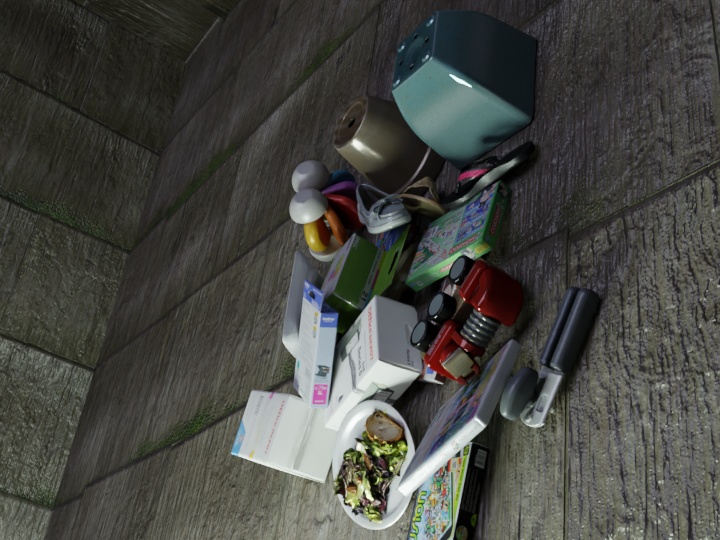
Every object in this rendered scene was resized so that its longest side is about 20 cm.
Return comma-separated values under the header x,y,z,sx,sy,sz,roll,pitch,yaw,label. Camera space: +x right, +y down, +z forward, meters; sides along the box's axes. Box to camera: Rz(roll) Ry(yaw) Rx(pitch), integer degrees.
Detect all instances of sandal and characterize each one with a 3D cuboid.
x,y,z,sx,sy,sz,roll,pitch,yaw,label
0.206,-0.169,1.512,0.199,0.045,0.075,-34,14,41,sandal
0.107,-0.141,1.665,0.070,0.077,0.211,-62,19,-11,sandal

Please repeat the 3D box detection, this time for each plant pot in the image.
x,y,z,sx,sy,sz,roll,pitch,yaw,label
0.049,-0.249,1.753,0.200,0.172,0.201,-41,36,39,plant pot
0.166,-0.336,1.580,0.195,0.199,0.198,-33,40,48,plant pot

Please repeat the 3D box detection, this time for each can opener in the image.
x,y,z,sx,sy,sz,roll,pitch,yaw,label
0.253,0.112,1.191,0.201,0.066,0.053,-63,25,-7,can opener

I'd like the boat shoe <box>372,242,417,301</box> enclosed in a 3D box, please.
x,y,z,sx,sy,sz,roll,pitch,yaw,label
0.056,0.046,1.627,0.202,0.063,0.073,-61,11,-8,boat shoe

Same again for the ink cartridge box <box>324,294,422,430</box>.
x,y,z,sx,sy,sz,roll,pitch,yaw,label
0.017,0.163,1.528,0.200,0.083,0.146,-54,26,38,ink cartridge box

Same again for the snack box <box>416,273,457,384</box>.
x,y,z,sx,sy,sz,roll,pitch,yaw,label
0.139,0.084,1.461,0.072,0.024,0.202,-8,61,63,snack box

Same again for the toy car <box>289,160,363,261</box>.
x,y,z,sx,sy,sz,roll,pitch,yaw,label
-0.056,-0.133,1.895,0.148,0.176,0.201,-12,47,15,toy car

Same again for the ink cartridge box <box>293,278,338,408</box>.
x,y,z,sx,sy,sz,roll,pitch,yaw,label
-0.077,0.125,1.565,0.119,0.042,0.202,-149,62,-69,ink cartridge box

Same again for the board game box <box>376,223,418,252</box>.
x,y,z,sx,sy,sz,roll,pitch,yaw,label
0.042,0.002,1.720,0.103,0.019,0.202,16,82,63,board game box

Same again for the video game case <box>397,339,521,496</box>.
x,y,z,sx,sy,sz,roll,pitch,yaw,label
0.139,0.201,1.247,0.182,0.024,0.200,-50,-1,34,video game case

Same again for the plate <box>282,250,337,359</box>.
x,y,z,sx,sy,sz,roll,pitch,yaw,label
-0.084,0.094,1.721,0.032,0.200,0.202,-6,55,20,plate

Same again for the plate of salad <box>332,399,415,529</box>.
x,y,z,sx,sy,sz,roll,pitch,yaw,label
0.012,0.307,1.430,0.199,0.048,0.202,-10,76,47,plate of salad

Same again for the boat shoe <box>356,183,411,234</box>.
x,y,z,sx,sy,sz,roll,pitch,yaw,label
0.035,-0.114,1.640,0.074,0.065,0.202,-22,17,-8,boat shoe

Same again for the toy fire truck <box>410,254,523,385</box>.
x,y,z,sx,sy,sz,roll,pitch,yaw,label
0.158,0.084,1.291,0.177,0.128,0.200,-59,22,10,toy fire truck

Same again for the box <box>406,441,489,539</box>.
x,y,z,sx,sy,sz,roll,pitch,yaw,label
0.117,0.344,1.268,0.110,0.035,0.202,-19,51,56,box

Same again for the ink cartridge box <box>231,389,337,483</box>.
x,y,z,sx,sy,sz,roll,pitch,yaw,label
-0.129,0.303,1.654,0.199,0.124,0.130,-5,63,60,ink cartridge box

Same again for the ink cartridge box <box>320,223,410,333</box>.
x,y,z,sx,sy,sz,roll,pitch,yaw,label
0.000,0.000,1.628,0.200,0.075,0.149,-48,16,50,ink cartridge box

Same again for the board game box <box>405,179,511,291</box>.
x,y,z,sx,sy,sz,roll,pitch,yaw,label
0.161,-0.056,1.508,0.200,0.029,0.135,-31,30,49,board game box
